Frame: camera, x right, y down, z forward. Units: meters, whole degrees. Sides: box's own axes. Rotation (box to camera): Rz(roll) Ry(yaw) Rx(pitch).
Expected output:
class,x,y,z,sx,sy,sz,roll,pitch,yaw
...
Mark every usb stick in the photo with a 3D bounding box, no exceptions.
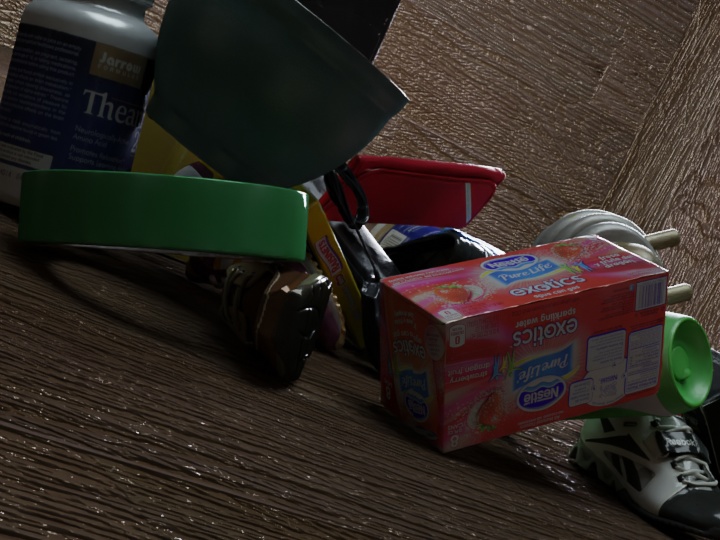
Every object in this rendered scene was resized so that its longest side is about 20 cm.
class,x,y,z,sx,sy,sz,roll,pitch,yaw
usb stick,-0.013,-0.027,1.308,0.201,0.033,0.055,53,30,17

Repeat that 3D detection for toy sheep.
class,x,y,z,sx,sy,sz,roll,pitch,yaw
toy sheep,0.208,0.010,1.322,0.136,0.139,0.200,25,-14,-12

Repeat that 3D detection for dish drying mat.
class,x,y,z,sx,sy,sz,roll,pitch,yaw
dish drying mat,0.046,-0.067,1.308,0.198,0.077,0.018,0,50,-48

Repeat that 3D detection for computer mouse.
class,x,y,z,sx,sy,sz,roll,pitch,yaw
computer mouse,0.000,0.000,1.219,0.034,0.203,0.059,-14,9,27

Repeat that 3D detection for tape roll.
class,x,y,z,sx,sy,sz,roll,pitch,yaw
tape roll,-0.134,-0.036,1.021,0.197,0.049,0.200,4,-2,0

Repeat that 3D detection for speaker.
class,x,y,z,sx,sy,sz,roll,pitch,yaw
speaker,0.187,0.083,1.231,0.198,0.090,0.088,-8,-20,41

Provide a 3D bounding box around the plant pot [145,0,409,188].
class,x,y,z,sx,sy,sz,roll,pitch,yaw
plant pot,-0.081,-0.138,1.133,0.200,0.135,0.200,38,2,-2

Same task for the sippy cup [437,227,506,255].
class,x,y,z,sx,sy,sz,roll,pitch,yaw
sippy cup,0.094,0.035,1.409,0.139,0.132,0.177,20,8,-46

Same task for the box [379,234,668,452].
class,x,y,z,sx,sy,sz,roll,pitch,yaw
box,0.119,0.050,1.087,0.198,0.104,0.094,-12,24,-27

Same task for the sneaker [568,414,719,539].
class,x,y,z,sx,sy,sz,roll,pitch,yaw
sneaker,0.249,0.153,1.219,0.073,0.090,0.200,15,10,-33

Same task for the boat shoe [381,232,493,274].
class,x,y,z,sx,sy,sz,roll,pitch,yaw
boat shoe,0.034,0.003,1.353,0.198,0.069,0.056,-14,-36,40

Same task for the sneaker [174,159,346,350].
class,x,y,z,sx,sy,sz,roll,pitch,yaw
sneaker,-0.094,-0.001,1.228,0.201,0.090,0.075,52,-11,12

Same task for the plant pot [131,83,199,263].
class,x,y,z,sx,sy,sz,roll,pitch,yaw
plant pot,-0.143,-0.109,1.404,0.199,0.178,0.199,21,7,-40

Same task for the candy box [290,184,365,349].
class,x,y,z,sx,sy,sz,roll,pitch,yaw
candy box,-0.044,-0.021,1.269,0.102,0.026,0.201,48,-11,38

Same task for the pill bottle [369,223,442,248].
class,x,y,z,sx,sy,sz,roll,pitch,yaw
pill bottle,0.095,0.026,1.606,0.199,0.117,0.115,31,7,37

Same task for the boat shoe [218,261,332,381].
class,x,y,z,sx,sy,sz,roll,pitch,yaw
boat shoe,-0.065,0.030,1.037,0.073,0.077,0.200,19,-2,1

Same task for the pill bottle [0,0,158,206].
class,x,y,z,sx,sy,sz,roll,pitch,yaw
pill bottle,-0.217,-0.143,1.148,0.109,0.203,0.111,15,3,-1

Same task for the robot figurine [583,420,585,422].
class,x,y,z,sx,sy,sz,roll,pitch,yaw
robot figurine,0.303,0.138,1.519,0.198,0.114,0.169,26,-38,-22

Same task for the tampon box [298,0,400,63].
class,x,y,z,sx,sy,sz,roll,pitch,yaw
tampon box,-0.061,-0.240,1.412,0.148,0.128,0.200,25,6,-10

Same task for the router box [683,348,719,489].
class,x,y,z,sx,sy,sz,roll,pitch,yaw
router box,0.288,0.134,1.336,0.200,0.062,0.151,36,-31,60
